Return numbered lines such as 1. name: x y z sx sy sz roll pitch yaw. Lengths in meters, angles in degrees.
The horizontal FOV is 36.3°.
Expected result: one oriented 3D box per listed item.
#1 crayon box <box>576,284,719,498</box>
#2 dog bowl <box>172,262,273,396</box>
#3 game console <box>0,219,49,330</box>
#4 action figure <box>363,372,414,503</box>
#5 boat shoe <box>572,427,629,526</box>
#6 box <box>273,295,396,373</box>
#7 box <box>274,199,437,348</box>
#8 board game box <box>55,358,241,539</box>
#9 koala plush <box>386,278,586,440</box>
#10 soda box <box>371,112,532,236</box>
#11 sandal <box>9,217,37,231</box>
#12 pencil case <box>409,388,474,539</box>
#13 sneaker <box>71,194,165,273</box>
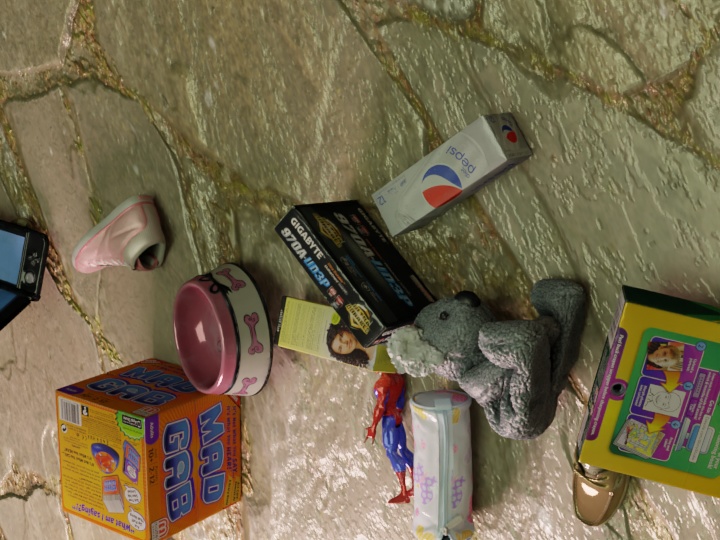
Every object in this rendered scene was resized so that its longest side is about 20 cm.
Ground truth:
1. crayon box: 0.347 0.134 1.205 0.172 0.058 0.201 13 110 4
2. dog bowl: -0.208 0.092 1.612 0.200 0.074 0.201 18 112 54
3. game console: -0.656 0.001 1.882 0.199 0.116 0.177 16 100 21
4. action figure: 0.041 0.211 1.488 0.052 0.065 0.201 -8 89 36
5. boat shoe: 0.284 0.220 1.309 0.074 0.066 0.201 19 111 33
6. box: -0.033 0.086 1.502 0.200 0.050 0.076 9 88 45
7. box: 0.000 0.000 1.415 0.046 0.159 0.200 -46 72 27
8. board game box: -0.324 0.272 1.696 0.199 0.200 0.201 10 106 35
9. koala plush: 0.144 0.097 1.328 0.199 0.177 0.184 18 121 29
10. soda box: 0.110 -0.118 1.364 0.200 0.068 0.064 -33 80 36
11. sandal: -0.628 -0.010 1.963 0.080 0.054 0.200 43 108 15
12. pencil case: 0.106 0.256 1.435 0.083 0.091 0.201 1 100 14
13. sneaker: -0.383 -0.026 1.752 0.200 0.075 0.105 -37 72 32
